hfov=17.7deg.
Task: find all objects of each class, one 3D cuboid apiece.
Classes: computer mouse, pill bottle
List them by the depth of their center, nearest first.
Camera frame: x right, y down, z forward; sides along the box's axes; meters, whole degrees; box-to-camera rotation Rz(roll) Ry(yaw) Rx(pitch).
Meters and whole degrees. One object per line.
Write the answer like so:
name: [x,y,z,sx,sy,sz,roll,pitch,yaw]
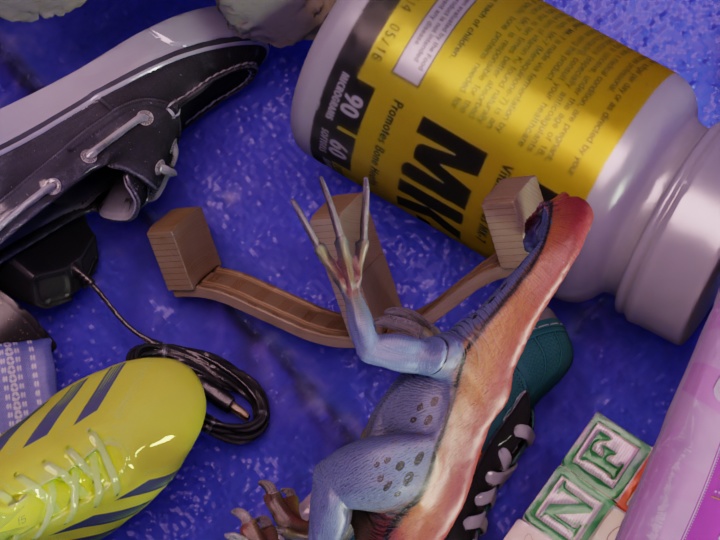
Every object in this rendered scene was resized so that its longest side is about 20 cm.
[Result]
pill bottle: [0.079,-0.057,1.026,0.199,0.114,0.115,30,76,13]
computer mouse: [-0.124,0.016,1.062,0.200,0.034,0.059,41,43,11]

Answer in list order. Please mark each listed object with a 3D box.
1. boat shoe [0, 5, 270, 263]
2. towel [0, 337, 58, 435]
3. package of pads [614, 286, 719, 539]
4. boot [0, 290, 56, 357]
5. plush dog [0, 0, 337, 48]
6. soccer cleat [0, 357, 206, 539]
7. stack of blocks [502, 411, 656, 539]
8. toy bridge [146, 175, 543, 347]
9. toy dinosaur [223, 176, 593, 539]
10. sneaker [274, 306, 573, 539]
boat shoe: [-0.114,-0.055,1.045,0.199,0.072,0.068,-29,76,-30]
towel: [-0.222,0.115,1.001,0.199,0.024,0.146,-9,89,-12]
package of pads: [0.180,0.079,0.932,0.120,0.076,0.201,21,74,13]
boot: [-0.250,0.028,1.047,0.200,0.070,0.132,35,81,16]
plush dog: [-0.083,-0.210,1.005,0.199,0.161,0.173,3,61,-16]
soccer cleat: [-0.148,0.100,0.963,0.199,0.084,0.065,-29,92,-12]
stack of blocks: [0.139,0.112,0.995,0.115,0.059,0.200,34,77,14]
toy bridge: [0.000,0.000,1.015,0.199,0.068,0.027,-3,26,33]
toy dinosaur: [0.037,0.058,0.917,0.181,0.105,0.201,-34,78,16]
sneaker: [0.031,0.106,1.002,0.200,0.071,0.080,-45,75,-2]
